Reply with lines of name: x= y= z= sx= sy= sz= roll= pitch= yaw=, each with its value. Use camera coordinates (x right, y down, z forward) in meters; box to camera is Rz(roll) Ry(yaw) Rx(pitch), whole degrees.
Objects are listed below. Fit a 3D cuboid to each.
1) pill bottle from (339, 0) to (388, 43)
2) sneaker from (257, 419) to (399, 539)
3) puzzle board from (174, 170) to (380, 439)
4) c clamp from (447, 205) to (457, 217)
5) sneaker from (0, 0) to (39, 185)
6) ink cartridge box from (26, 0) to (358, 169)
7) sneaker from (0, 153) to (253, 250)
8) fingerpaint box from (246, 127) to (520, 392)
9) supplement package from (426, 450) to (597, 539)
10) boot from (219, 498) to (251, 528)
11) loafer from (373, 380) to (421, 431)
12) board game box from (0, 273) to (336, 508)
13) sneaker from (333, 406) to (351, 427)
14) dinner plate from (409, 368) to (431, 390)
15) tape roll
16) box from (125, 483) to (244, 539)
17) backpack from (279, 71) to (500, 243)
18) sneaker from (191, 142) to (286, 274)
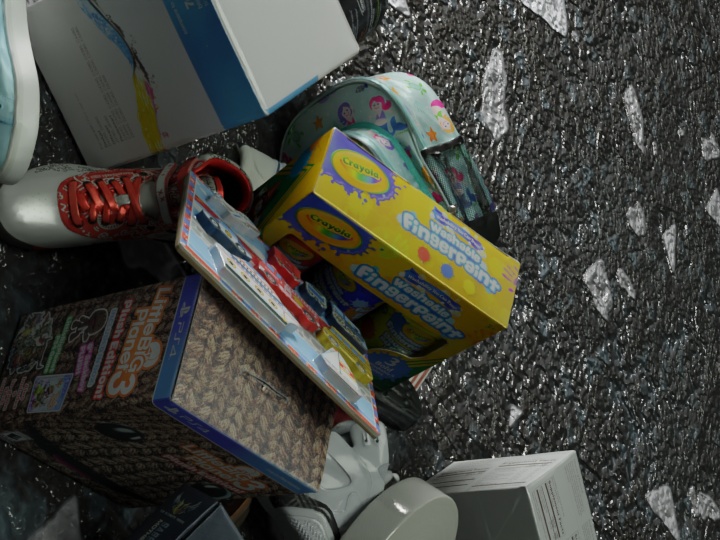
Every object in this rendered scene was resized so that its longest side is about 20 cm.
pill bottle: x=-0.060 y=-0.233 z=1.263 sx=0.200 sy=0.106 sz=0.107 roll=-49 pitch=119 yaw=-48
sneaker: x=-0.050 y=0.144 z=1.155 sx=0.115 sy=0.075 sz=0.201 roll=-36 pitch=100 yaw=-23
puzzle board: x=-0.056 y=0.020 z=0.972 sx=0.200 sy=0.017 sz=0.151 roll=45 pitch=12 yaw=-19
c clamp: x=-0.003 y=-0.005 z=1.186 sx=0.171 sy=0.198 sz=0.027 roll=73 pitch=19 yaw=-54
sneaker: x=-0.289 y=-0.161 z=0.980 sx=0.081 sy=0.074 sz=0.202 roll=-1 pitch=77 yaw=-38
ink cartridge box: x=-0.138 y=-0.188 z=1.068 sx=0.147 sy=0.199 sz=0.147 roll=-43 pitch=113 yaw=-49
sneaker: x=-0.178 y=-0.058 z=1.038 sx=0.200 sy=0.107 sz=0.068 roll=0 pitch=79 yaw=-43
fingerpaint box: x=0.000 y=0.000 z=1.090 sx=0.199 sy=0.166 sz=0.074 roll=35 pitch=50 yaw=-22
supplement package: x=0.154 y=0.301 z=1.363 sx=0.111 sy=0.155 sz=0.202 roll=-20 pitch=97 yaw=-52
boot: x=-0.147 y=0.258 z=1.053 sx=0.200 sy=0.074 sz=0.098 roll=-39 pitch=122 yaw=-40
loafer: x=-0.035 y=0.085 z=1.195 sx=0.200 sy=0.070 sz=0.068 roll=34 pitch=29 yaw=-13
board game box: x=-0.143 y=0.096 z=0.984 sx=0.159 sy=0.199 sz=0.098 roll=39 pitch=51 yaw=-40
sneaker: x=-0.029 y=0.126 z=1.236 sx=0.086 sy=0.073 sz=0.202 roll=21 pitch=63 yaw=-43
dinner plate: x=0.065 y=0.069 z=1.322 sx=0.024 sy=0.201 sz=0.200 roll=33 pitch=40 yaw=10
tape roll: x=0.016 y=0.281 z=1.194 sx=0.203 sy=0.037 sz=0.204 roll=-42 pitch=148 yaw=-35
box: x=-0.129 y=0.282 z=0.983 sx=0.158 sy=0.051 sz=0.201 roll=-43 pitch=126 yaw=-27
backpack: x=0.014 y=-0.081 z=1.264 sx=0.150 sy=0.177 sz=0.202 roll=-13 pitch=79 yaw=-51
sneaker: x=-0.123 y=-0.025 z=1.168 sx=0.070 sy=0.073 sz=0.201 roll=31 pitch=53 yaw=-14
